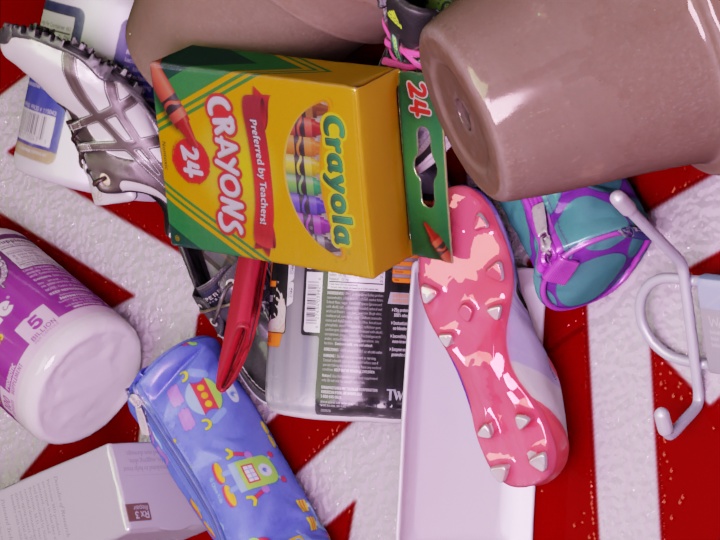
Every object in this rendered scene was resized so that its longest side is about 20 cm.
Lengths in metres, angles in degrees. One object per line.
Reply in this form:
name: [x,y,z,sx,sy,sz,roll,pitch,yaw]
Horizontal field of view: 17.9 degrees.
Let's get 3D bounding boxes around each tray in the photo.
tray: [0.069,0.096,1.503,0.022,0.107,0.201,1,88,61]

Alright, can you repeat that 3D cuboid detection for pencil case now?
pencil case: [0.113,-0.079,1.480,0.085,0.092,0.201,-40,64,30]
pencil case: [-0.097,0.141,1.631,0.200,0.087,0.078,58,140,23]

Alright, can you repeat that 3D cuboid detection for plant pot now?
plant pot: [0.135,-0.125,1.342,0.174,0.200,0.201,-25,66,-11]
plant pot: [-0.067,-0.194,1.559,0.175,0.200,0.201,-49,60,31]

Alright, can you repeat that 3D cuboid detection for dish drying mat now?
dish drying mat: [-0.073,-0.016,1.585,0.077,0.018,0.201,113,168,-49]

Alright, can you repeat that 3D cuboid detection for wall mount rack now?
wall mount rack: [0.230,0.024,1.365,0.199,0.074,0.175,6,119,38]

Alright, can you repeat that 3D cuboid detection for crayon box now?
crayon box: [-0.038,-0.069,1.445,0.199,0.051,0.128,9,114,35]

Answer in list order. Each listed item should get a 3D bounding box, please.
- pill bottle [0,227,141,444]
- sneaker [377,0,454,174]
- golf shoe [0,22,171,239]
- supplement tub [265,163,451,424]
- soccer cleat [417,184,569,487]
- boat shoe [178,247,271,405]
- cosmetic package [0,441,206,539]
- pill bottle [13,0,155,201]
pill bottle: [-0.268,0.037,1.757,0.200,0.112,0.113,36,109,33]
sneaker: [0.038,-0.148,1.429,0.074,0.087,0.201,42,114,33]
golf shoe: [-0.179,-0.097,1.604,0.199,0.078,0.095,33,92,-7]
supplement tub: [0.000,0.000,1.544,0.122,0.122,0.201,2,88,38]
soccer cleat: [0.088,0.042,1.473,0.066,0.076,0.201,-16,93,22]
boat shoe: [-0.094,0.008,1.651,0.070,0.066,0.201,-29,70,33]
cosmetic package: [-0.215,0.188,1.714,0.199,0.101,0.074,-26,73,33]
pill bottle: [-0.180,-0.161,1.695,0.119,0.119,0.201,18,98,37]
